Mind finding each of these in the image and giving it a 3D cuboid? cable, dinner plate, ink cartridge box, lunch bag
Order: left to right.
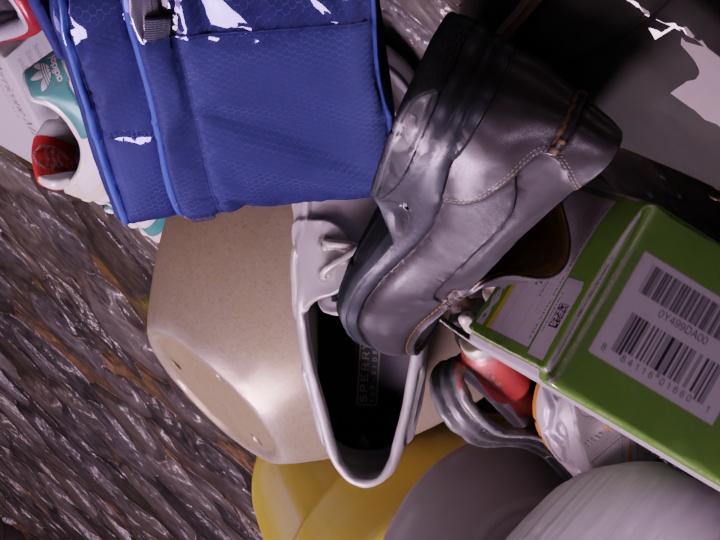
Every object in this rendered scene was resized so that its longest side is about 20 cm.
[{"bbox_3d":[-0.060,-0.109,0.970,0.200,0.132,0.136,78,-176,-61],"label":"lunch bag"},{"bbox_3d":[0.080,0.178,1.237,0.024,0.200,0.200,-5,131,47],"label":"dinner plate"},{"bbox_3d":[0.093,0.067,1.211,0.050,0.097,0.200,-17,130,33],"label":"cable"},{"bbox_3d":[0.116,0.029,1.014,0.147,0.076,0.200,31,180,-17],"label":"ink cartridge box"}]

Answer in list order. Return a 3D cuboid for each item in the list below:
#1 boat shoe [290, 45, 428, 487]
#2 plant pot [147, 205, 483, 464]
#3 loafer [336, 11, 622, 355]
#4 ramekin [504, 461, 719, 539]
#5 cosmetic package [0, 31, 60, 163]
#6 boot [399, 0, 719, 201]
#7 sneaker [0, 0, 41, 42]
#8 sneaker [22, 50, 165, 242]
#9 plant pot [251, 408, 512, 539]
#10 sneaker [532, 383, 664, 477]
[{"bbox_3d":[0.000,0.000,1.152,0.066,0.072,0.201,-91,4,-67],"label":"boat shoe"},{"bbox_3d":[-0.026,0.016,1.279,0.200,0.134,0.200,39,162,15],"label":"plant pot"},{"bbox_3d":[0.039,-0.013,0.929,0.072,0.073,0.200,24,157,4],"label":"loafer"},{"bbox_3d":[0.137,0.176,1.136,0.200,0.105,0.201,26,145,20],"label":"ramekin"},{"bbox_3d":[-0.205,-0.137,1.431,0.200,0.081,0.113,31,157,41],"label":"cosmetic package"},{"bbox_3d":[0.094,-0.054,0.936,0.138,0.078,0.200,39,164,3],"label":"boot"},{"bbox_3d":[-0.188,-0.179,1.231,0.200,0.112,0.071,33,161,36],"label":"sneaker"},{"bbox_3d":[-0.123,-0.060,1.364,0.200,0.093,0.071,78,176,-58],"label":"sneaker"},{"bbox_3d":[0.032,0.149,1.389,0.201,0.200,0.189,56,174,-34],"label":"plant pot"},{"bbox_3d":[0.156,0.113,1.192,0.092,0.076,0.200,15,148,51],"label":"sneaker"}]
